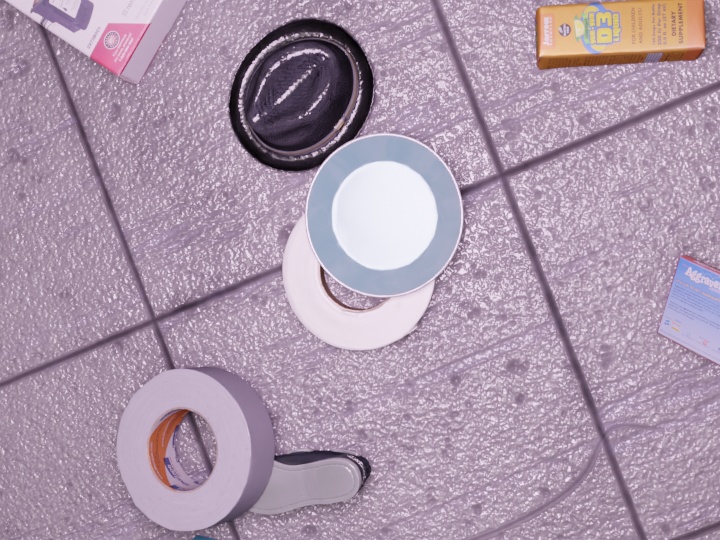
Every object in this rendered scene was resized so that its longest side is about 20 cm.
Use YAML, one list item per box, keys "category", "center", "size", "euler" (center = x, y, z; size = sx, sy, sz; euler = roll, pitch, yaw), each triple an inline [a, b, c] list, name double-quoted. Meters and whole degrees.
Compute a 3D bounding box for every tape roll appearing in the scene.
- category: "tape roll"
  center: [-0.210, 0.224, 1.381]
  size: [0.198, 0.066, 0.203]
  euler: [-1, 86, 23]
- category: "tape roll"
  center: [0.000, 0.000, 1.384]
  size: [0.200, 0.037, 0.206]
  euler: [0, 92, 7]

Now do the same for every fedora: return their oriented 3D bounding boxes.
- category: "fedora"
  center: [-0.081, -0.222, 1.358]
  size: [0.197, 0.092, 0.204]
  euler: [0, 92, 8]

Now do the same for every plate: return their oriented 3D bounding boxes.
- category: "plate"
  center: [0.029, -0.068, 1.348]
  size: [0.197, 0.026, 0.203]
  euler: [0, 91, 7]

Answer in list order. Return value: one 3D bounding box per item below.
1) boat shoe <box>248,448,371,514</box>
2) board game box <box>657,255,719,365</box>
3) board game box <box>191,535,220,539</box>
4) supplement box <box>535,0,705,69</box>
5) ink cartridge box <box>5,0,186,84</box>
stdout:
- category: "boat shoe"
  center: [-0.082, 0.268, 1.393]
  size: [0.197, 0.060, 0.077]
  euler: [-2, 94, 22]
- category: "board game box"
  center: [0.443, 0.067, 1.265]
  size: [0.199, 0.019, 0.104]
  euler: [32, 119, 42]
- category: "board game box"
  center: [-0.136, 0.442, 1.413]
  size: [0.197, 0.047, 0.153]
  euler: [10, 94, 7]
- category: "supplement box"
  center: [0.311, -0.287, 1.318]
  size: [0.197, 0.069, 0.068]
  euler: [-2, 90, 10]
- category: "ink cartridge box"
  center: [-0.341, -0.357, 1.394]
  size: [0.199, 0.084, 0.146]
  euler: [33, 95, 5]
